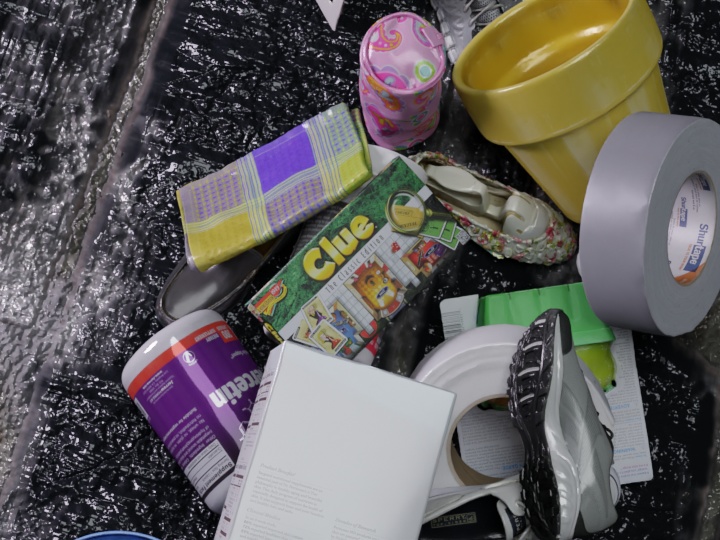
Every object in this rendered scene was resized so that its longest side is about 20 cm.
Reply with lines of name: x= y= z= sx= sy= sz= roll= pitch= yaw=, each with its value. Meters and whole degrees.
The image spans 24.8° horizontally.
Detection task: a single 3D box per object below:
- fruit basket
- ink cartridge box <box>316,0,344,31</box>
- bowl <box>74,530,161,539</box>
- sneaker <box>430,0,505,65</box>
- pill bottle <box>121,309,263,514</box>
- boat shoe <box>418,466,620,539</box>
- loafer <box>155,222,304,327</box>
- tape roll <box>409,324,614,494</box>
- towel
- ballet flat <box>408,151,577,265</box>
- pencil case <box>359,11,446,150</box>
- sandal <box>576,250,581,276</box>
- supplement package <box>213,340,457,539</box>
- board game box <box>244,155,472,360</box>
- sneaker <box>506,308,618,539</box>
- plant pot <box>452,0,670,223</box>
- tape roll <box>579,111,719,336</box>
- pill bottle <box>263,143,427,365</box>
fruit basket: x=0.178 y=0.114 z=1.579 sx=0.184 sy=0.094 sz=0.202 roll=-9 pitch=93 yaw=-4
ink cartridge box: x=-0.034 y=-0.362 z=1.680 sx=0.067 sy=0.117 sz=0.201 roll=-21 pitch=76 yaw=-16
bowl: x=-0.215 y=0.333 z=1.438 sx=0.199 sy=0.039 sz=0.202 roll=3 pitch=70 yaw=-8
sneaker: x=0.118 y=-0.274 z=1.672 sx=0.075 sy=0.116 sz=0.201 roll=-26 pitch=77 yaw=-15
pill bottle: x=-0.123 y=0.143 z=1.502 sx=0.112 sy=0.113 sz=0.200 roll=-34 pitch=79 yaw=-17
boat shoe: x=0.133 y=0.214 z=1.449 sx=0.198 sy=0.066 sz=0.073 roll=-7 pitch=102 yaw=5
loafer: x=-0.120 y=-0.021 z=1.578 sx=0.073 sy=0.072 sz=0.200 roll=42 pitch=72 yaw=6
tape roll: x=0.132 y=0.154 z=1.506 sx=0.201 sy=0.071 sz=0.204 roll=1 pitch=102 yaw=3
towel: x=-0.084 y=-0.080 z=1.556 sx=0.199 sy=0.023 sz=0.144 roll=-26 pitch=35 yaw=10
ballet flat: x=0.127 y=-0.062 z=1.631 sx=0.199 sy=0.064 sz=0.076 roll=21 pitch=67 yaw=-1
pencil case: x=0.041 y=-0.181 z=1.588 sx=0.087 sy=0.200 sz=0.088 roll=0 pitch=78 yaw=2
sandal: x=0.268 y=-0.031 z=1.624 sx=0.082 sy=0.050 sz=0.202 roll=13 pitch=32 yaw=33
supplement package: x=-0.028 y=0.179 z=1.371 sx=0.151 sy=0.151 sz=0.201 roll=17 pitch=82 yaw=-6
board game box: x=0.000 y=0.000 z=1.492 sx=0.105 sy=0.023 sz=0.200 roll=46 pitch=73 yaw=-4
sneaker: x=0.178 y=0.133 z=1.417 sx=0.079 sy=0.074 sz=0.202 roll=0 pitch=79 yaw=-24
plant pot: x=0.216 y=-0.156 z=1.597 sx=0.201 sy=0.200 sz=0.190 roll=-40 pitch=117 yaw=-18
tape roll: x=0.276 y=-0.043 z=1.502 sx=0.066 sy=0.200 sz=0.201 roll=9 pitch=65 yaw=35
pill bottle: x=-0.008 y=-0.014 z=1.560 sx=0.110 sy=0.111 sz=0.201 roll=21 pitch=77 yaw=0
